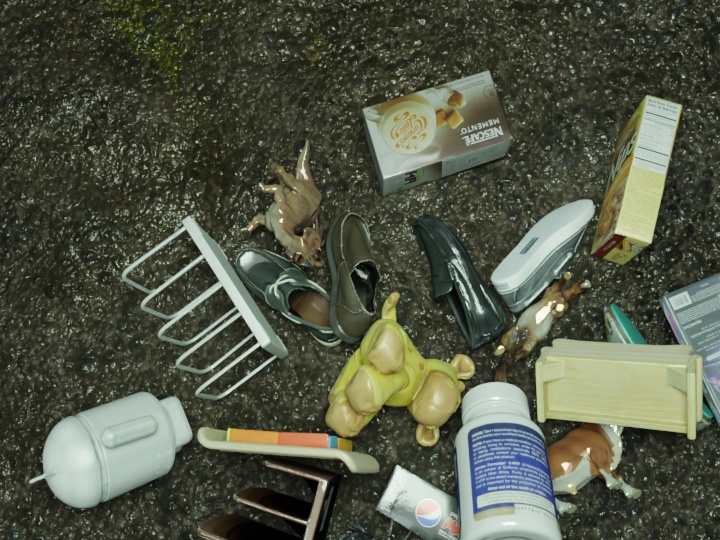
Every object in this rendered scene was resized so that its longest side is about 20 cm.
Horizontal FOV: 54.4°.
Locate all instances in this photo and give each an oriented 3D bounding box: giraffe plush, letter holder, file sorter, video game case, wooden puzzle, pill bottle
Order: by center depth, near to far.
[{"bbox_3d":[0.173,0.246,0.859,0.116,0.122,0.203,1,45,3],"label":"pill bottle"},{"bbox_3d":[-0.108,0.285,0.865,0.138,0.200,0.103,15,77,6],"label":"letter holder"},{"bbox_3d":[-0.082,0.219,0.875,0.194,0.185,0.038,6,75,13],"label":"wooden puzzle"},{"bbox_3d":[0.063,0.151,0.924,0.160,0.201,0.174,33,118,-5],"label":"giraffe plush"},{"bbox_3d":[0.506,0.109,0.954,0.139,0.019,0.205,-17,76,-19],"label":"video game case"},{"bbox_3d":[-0.210,0.060,0.957,0.123,0.139,0.202,-36,77,-4],"label":"file sorter"}]

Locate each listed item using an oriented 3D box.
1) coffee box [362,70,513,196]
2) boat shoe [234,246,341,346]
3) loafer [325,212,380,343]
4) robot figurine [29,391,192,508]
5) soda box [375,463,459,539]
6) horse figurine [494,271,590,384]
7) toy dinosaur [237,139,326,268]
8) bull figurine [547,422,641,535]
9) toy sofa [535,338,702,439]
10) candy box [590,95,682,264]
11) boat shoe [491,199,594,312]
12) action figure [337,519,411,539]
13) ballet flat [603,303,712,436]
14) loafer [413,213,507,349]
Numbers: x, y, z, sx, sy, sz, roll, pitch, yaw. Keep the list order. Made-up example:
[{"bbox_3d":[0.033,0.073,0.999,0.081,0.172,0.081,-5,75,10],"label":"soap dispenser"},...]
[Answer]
[{"bbox_3d":[0.111,-0.200,1.033,0.194,0.080,0.118,-16,76,-1],"label":"coffee box"},{"bbox_3d":[-0.099,0.027,0.996,0.198,0.068,0.072,37,80,12],"label":"boat shoe"},{"bbox_3d":[0.000,0.000,0.967,0.071,0.072,0.205,-32,48,37],"label":"loafer"},{"bbox_3d":[-0.318,0.230,0.904,0.197,0.170,0.115,-16,68,-41],"label":"robot figurine"},{"bbox_3d":[0.118,0.329,0.910,0.197,0.071,0.064,29,80,9],"label":"soda box"},{"bbox_3d":[0.238,0.075,0.951,0.050,0.132,0.201,40,93,14],"label":"horse figurine"},{"bbox_3d":[-0.090,-0.085,1.017,0.133,0.086,0.203,25,58,-4],"label":"toy dinosaur"},{"bbox_3d":[0.285,0.255,0.912,0.197,0.066,0.122,-33,33,3],"label":"bull figurine"},{"bbox_3d":[0.325,0.146,0.889,0.195,0.097,0.085,0,103,28],"label":"toy sofa"},{"bbox_3d":[0.385,-0.123,0.984,0.054,0.116,0.205,16,78,5],"label":"candy box"},{"bbox_3d":[0.268,-0.021,0.993,0.199,0.071,0.069,-43,112,-21],"label":"boat shoe"},{"bbox_3d":[-0.013,0.400,0.885,0.117,0.105,0.197,28,36,35],"label":"action figure"},{"bbox_3d":[0.382,0.142,0.949,0.072,0.072,0.201,-38,79,-7],"label":"ballet flat"},{"bbox_3d":[0.129,0.014,0.986,0.069,0.068,0.203,-29,80,-14],"label":"loafer"}]
